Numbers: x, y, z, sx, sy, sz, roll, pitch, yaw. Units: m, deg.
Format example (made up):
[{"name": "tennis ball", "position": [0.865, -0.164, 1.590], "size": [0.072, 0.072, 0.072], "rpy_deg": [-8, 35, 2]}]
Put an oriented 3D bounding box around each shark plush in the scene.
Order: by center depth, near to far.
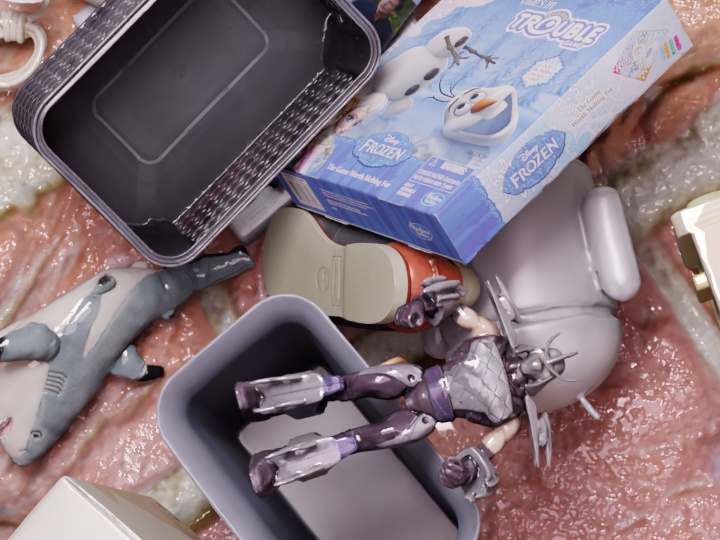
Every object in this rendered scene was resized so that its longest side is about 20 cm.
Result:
[{"name": "shark plush", "position": [-0.162, 0.043, 1.612], "size": [0.200, 0.091, 0.083], "rpy_deg": [-33, 96, -19]}]

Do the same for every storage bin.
[{"name": "storage bin", "position": [-0.103, -0.117, 1.513], "size": [0.200, 0.094, 0.135], "rpy_deg": [-45, 109, -3]}, {"name": "storage bin", "position": [-0.011, 0.121, 1.518], "size": [0.145, 0.134, 0.200], "rpy_deg": [-40, 77, 0]}]

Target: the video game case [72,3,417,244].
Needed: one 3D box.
[{"name": "video game case", "position": [-0.065, -0.149, 1.633], "size": [0.182, 0.022, 0.200], "rpy_deg": [-38, 76, 1]}]

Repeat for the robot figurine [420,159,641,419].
[{"name": "robot figurine", "position": [0.101, 0.003, 1.532], "size": [0.169, 0.113, 0.201], "rpy_deg": [-19, 75, 41]}]

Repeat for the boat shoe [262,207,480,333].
[{"name": "boat shoe", "position": [0.000, 0.000, 1.532], "size": [0.062, 0.200, 0.072], "rpy_deg": [-1, 97, -29]}]

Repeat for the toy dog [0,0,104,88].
[{"name": "toy dog", "position": [-0.187, -0.206, 1.604], "size": [0.199, 0.096, 0.132], "rpy_deg": [-9, 73, 10]}]

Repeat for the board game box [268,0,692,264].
[{"name": "board game box", "position": [0.069, -0.101, 1.488], "size": [0.199, 0.200, 0.043], "rpy_deg": [-43, 120, -17]}]

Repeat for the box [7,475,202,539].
[{"name": "box", "position": [-0.154, 0.190, 1.494], "size": [0.078, 0.200, 0.095], "rpy_deg": [40, 88, 13]}]

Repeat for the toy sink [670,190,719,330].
[{"name": "toy sink", "position": [0.260, -0.001, 1.500], "size": [0.112, 0.130, 0.201], "rpy_deg": [-20, 78, 5]}]

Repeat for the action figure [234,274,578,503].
[{"name": "action figure", "position": [0.031, 0.076, 1.416], "size": [0.199, 0.069, 0.131], "rpy_deg": [-15, 77, 5]}]

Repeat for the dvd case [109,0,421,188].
[{"name": "dvd case", "position": [-0.048, -0.174, 1.577], "size": [0.143, 0.018, 0.200], "rpy_deg": [39, 88, -19]}]
